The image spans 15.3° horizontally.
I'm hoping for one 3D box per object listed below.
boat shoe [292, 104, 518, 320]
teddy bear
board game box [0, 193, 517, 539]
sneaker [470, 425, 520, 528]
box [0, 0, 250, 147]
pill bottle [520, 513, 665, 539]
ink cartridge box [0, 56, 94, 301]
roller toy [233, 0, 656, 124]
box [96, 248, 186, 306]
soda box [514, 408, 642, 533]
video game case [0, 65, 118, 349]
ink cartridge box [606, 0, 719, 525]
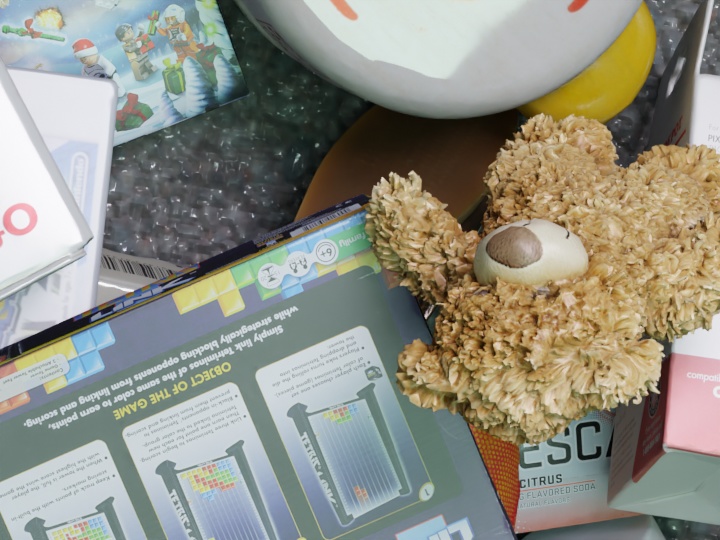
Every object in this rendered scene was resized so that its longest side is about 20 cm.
[{"bbox_3d":[0.000,0.000,1.141,0.200,0.070,0.070,-49,154,-23],"label":"boat shoe"},{"bbox_3d":[0.079,-0.012,0.987,0.145,0.200,0.067,30,124,25],"label":"teddy bear"},{"bbox_3d":[-0.054,0.085,1.041,0.199,0.057,0.166,-22,98,-3],"label":"board game box"},{"bbox_3d":[0.036,0.140,1.112,0.073,0.077,0.201,10,90,-24],"label":"sneaker"},{"bbox_3d":[-0.161,-0.103,1.110,0.199,0.040,0.138,-22,106,-5],"label":"box"},{"bbox_3d":[0.138,0.208,1.215,0.111,0.111,0.201,-30,108,-3],"label":"pill bottle"},{"bbox_3d":[-0.212,-0.061,1.017,0.146,0.083,0.201,-27,91,-12],"label":"ink cartridge box"},{"bbox_3d":[0.029,-0.155,1.079,0.181,0.140,0.201,-3,102,-12],"label":"roller toy"},{"bbox_3d":[-0.122,0.094,1.154,0.082,0.068,0.201,11,101,-14],"label":"box"},{"bbox_3d":[0.073,0.076,1.190,0.199,0.068,0.064,-7,105,-11],"label":"soda box"},{"bbox_3d":[-0.196,0.011,1.068,0.181,0.022,0.201,7,85,-11],"label":"video game case"},{"bbox_3d":[0.155,-0.004,1.119,0.067,0.117,0.201,9,73,-4],"label":"ink cartridge box"}]
